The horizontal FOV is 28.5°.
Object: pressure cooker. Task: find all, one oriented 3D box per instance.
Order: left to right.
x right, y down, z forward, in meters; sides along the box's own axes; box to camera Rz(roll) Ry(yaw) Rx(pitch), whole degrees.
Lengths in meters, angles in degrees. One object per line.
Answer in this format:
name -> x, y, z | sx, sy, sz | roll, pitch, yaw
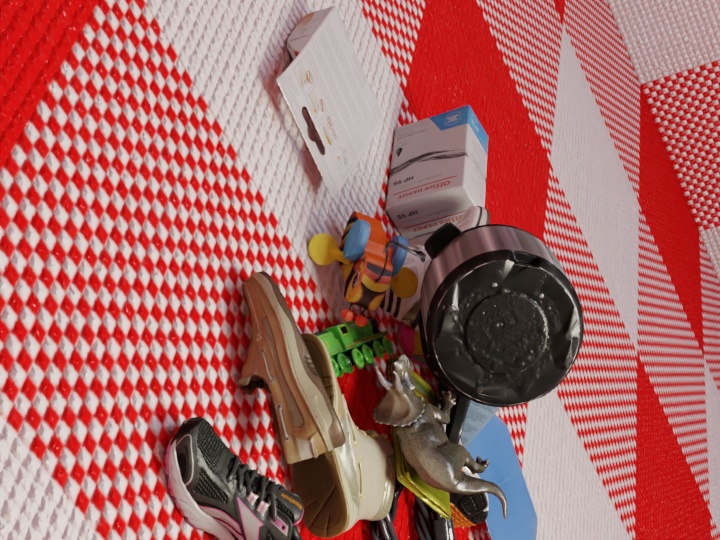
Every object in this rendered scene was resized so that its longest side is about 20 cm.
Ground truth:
pressure cooker -> 0.153, 0.043, 1.566 | 0.200, 0.176, 0.178 | -92, -177, -75

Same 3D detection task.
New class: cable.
cable -> 0.050, 0.273, 1.595 | 0.163, 0.050, 0.203 | -16, 97, -61

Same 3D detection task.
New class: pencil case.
pencil case -> 0.107, 0.046, 1.814 | 0.089, 0.087, 0.201 | 65, 23, -21

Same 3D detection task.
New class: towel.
towel -> 0.066, 0.180, 1.569 | 0.086, 0.018, 0.201 | 40, 24, -26

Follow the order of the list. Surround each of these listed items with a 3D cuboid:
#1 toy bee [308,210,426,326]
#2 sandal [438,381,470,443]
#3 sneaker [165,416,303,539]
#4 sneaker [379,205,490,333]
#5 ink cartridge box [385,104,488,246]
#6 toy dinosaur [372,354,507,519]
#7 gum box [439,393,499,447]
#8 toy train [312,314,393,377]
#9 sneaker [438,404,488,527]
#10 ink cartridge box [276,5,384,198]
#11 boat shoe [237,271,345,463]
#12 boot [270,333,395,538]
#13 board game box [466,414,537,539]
toy bee -> 0.000, 0.000, 1.583 | 0.200, 0.130, 0.110 | -32, 147, -82
sandal -> 0.113, 0.131, 1.664 | 0.201, 0.045, 0.076 | -67, 172, -49
sneaker -> -0.094, 0.205, 1.252 | 0.201, 0.085, 0.081 | 61, 25, -29
sneaker -> 0.077, -0.024, 1.715 | 0.115, 0.076, 0.201 | 31, 55, 0
ink cartridge box -> 0.101, -0.114, 1.858 | 0.067, 0.115, 0.202 | 55, 30, -38
toy dinosaur -> 0.076, 0.187, 1.485 | 0.102, 0.077, 0.202 | -16, 74, -55
gum box -> 0.164, 0.105, 1.783 | 0.044, 0.201, 0.171 | 26, 40, -11
toy train -> -0.017, 0.085, 1.566 | 0.057, 0.041, 0.200 | 65, 22, 4
sneaker -> 0.105, 0.221, 1.722 | 0.092, 0.075, 0.201 | -77, 146, -55
ink cartridge box -> -0.047, -0.196, 1.677 | 0.164, 0.050, 0.201 | 64, 33, -25
boat shoe -> -0.085, 0.092, 1.364 | 0.072, 0.075, 0.201 | 74, -9, -58
boot -> -0.023, 0.166, 1.463 | 0.154, 0.071, 0.203 | 7, 70, -67
board game box -> 0.170, 0.288, 1.875 | 0.158, 0.039, 0.203 | -11, 81, -62
